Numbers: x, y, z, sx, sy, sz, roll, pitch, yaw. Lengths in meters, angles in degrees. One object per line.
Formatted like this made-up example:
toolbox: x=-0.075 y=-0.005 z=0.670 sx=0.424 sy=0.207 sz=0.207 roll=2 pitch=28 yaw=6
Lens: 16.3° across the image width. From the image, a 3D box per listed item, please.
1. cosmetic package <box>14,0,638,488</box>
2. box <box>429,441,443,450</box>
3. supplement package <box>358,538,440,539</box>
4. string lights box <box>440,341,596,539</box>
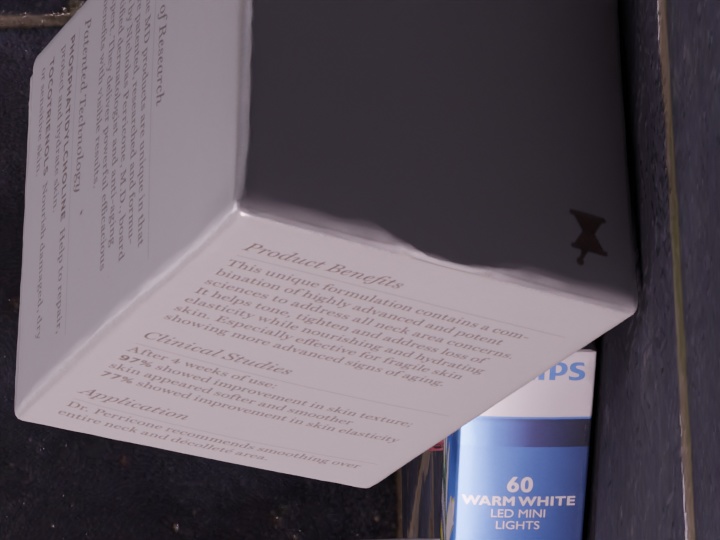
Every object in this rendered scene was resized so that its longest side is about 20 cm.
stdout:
cosmetic package: x=-0.018 y=-0.035 z=0.975 sx=0.200 sy=0.167 sz=0.167 roll=-38 pitch=45 yaw=50
box: x=0.033 y=0.024 z=1.510 sx=0.200 sy=0.109 sz=0.128 roll=95 pitch=175 yaw=-73
supplement package: x=0.019 y=0.326 z=2.213 sx=0.200 sy=0.111 sz=0.156 roll=97 pitch=173 yaw=-75
string lights box: x=0.067 y=0.094 z=1.106 sx=0.103 sy=0.059 sz=0.200 roll=-90 pitch=1 yaw=-61
